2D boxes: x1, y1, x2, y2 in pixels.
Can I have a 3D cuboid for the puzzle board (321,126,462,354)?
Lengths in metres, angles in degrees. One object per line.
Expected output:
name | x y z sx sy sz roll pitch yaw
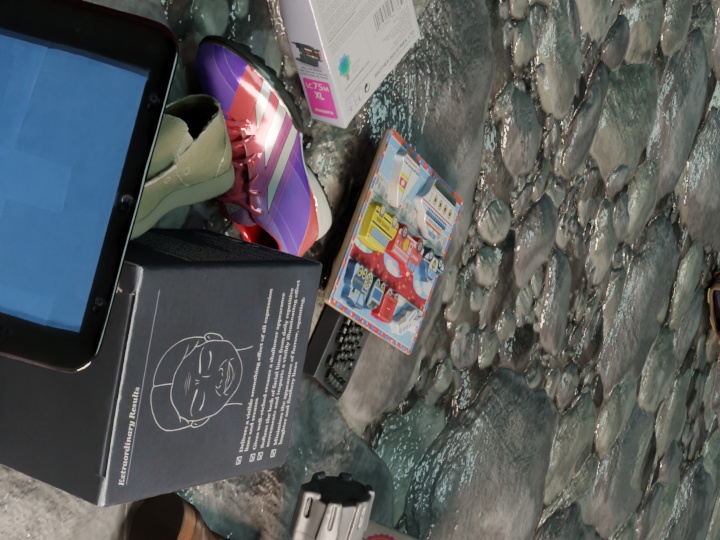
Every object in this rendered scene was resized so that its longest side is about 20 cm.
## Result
puzzle board | 0.035 -0.019 1.270 0.152 0.017 0.200 -69 156 -7

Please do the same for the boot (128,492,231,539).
boot | -0.131 0.278 1.120 0.187 0.064 0.200 -65 153 -19

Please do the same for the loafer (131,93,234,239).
loafer | -0.147 -0.067 0.931 0.200 0.075 0.069 -34 130 -60

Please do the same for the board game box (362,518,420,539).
board game box | 0.045 0.298 1.332 0.064 0.147 0.200 -56 145 -24

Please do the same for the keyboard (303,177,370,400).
keyboard | 0.000 0.000 1.250 0.127 0.020 0.201 45 63 -56

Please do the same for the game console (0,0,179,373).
game console | -0.210 -0.061 0.778 0.172 0.118 0.201 15 90 -60

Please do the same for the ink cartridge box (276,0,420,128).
ink cartridge box | -0.016 -0.221 1.105 0.120 0.042 0.201 -53 146 -32

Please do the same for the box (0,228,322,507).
box | -0.131 0.055 0.971 0.200 0.107 0.150 -1 104 -59

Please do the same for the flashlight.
flashlight | -0.032 0.262 1.232 0.068 0.068 0.201 -39 148 -62

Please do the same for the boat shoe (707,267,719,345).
boat shoe | 0.531 0.079 2.116 0.060 0.072 0.201 -45 135 -31

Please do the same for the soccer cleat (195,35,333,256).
soccer cleat | -0.077 -0.076 1.048 0.073 0.068 0.201 -49 143 -24
